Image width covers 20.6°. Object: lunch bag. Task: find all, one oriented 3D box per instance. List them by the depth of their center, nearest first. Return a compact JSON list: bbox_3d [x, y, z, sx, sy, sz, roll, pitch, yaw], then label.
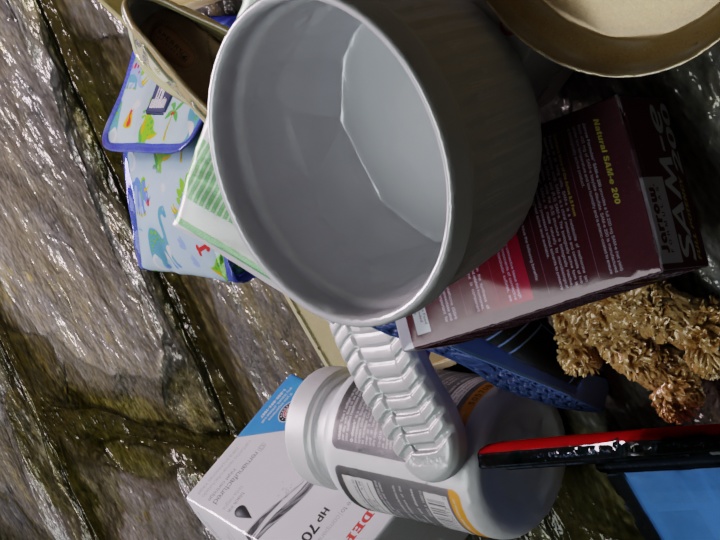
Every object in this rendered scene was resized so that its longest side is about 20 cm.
[{"bbox_3d":[-0.114,-0.099,1.546,0.170,0.127,0.201,8,107,57],"label":"lunch bag"}]

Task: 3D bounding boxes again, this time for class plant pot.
[{"bbox_3d":[0.138,-0.205,1.058,0.199,0.027,0.201,12,111,32],"label":"plant pot"}]

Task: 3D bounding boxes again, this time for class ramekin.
[{"bbox_3d":[0.013,-0.077,1.155,0.199,0.105,0.201,21,121,39],"label":"ramekin"}]

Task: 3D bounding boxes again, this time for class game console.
[{"bbox_3d":[0.198,0.163,1.303,0.200,0.171,0.120,-15,78,61],"label":"game console"}]

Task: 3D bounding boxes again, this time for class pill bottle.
[{"bbox_3d":[0.045,0.129,1.476,0.199,0.116,0.117,7,124,43],"label":"pill bottle"}]

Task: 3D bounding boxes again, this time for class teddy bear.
[{"bbox_3d":[0.156,0.012,1.266,0.201,0.067,0.145,55,150,6],"label":"teddy bear"}]

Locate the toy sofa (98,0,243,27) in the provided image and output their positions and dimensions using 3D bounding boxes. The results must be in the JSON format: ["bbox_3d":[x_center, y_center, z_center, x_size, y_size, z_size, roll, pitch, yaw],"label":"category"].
[{"bbox_3d":[-0.128,-0.246,1.473,0.083,0.098,0.200,41,158,-22],"label":"toy sofa"}]

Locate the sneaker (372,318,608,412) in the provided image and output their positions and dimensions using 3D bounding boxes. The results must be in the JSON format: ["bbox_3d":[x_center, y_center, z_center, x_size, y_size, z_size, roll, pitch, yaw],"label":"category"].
[{"bbox_3d":[0.093,0.031,1.346,0.199,0.078,0.070,26,166,-22],"label":"sneaker"}]

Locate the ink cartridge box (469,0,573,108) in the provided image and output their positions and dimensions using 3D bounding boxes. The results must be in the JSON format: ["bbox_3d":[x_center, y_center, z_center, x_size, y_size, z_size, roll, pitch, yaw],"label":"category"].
[{"bbox_3d":[0.052,-0.195,1.209,0.200,0.087,0.145,50,150,11],"label":"ink cartridge box"}]

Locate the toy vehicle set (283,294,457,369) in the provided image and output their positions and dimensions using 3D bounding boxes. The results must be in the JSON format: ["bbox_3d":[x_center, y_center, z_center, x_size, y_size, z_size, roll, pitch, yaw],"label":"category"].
[{"bbox_3d":[0.009,0.030,1.563,0.125,0.026,0.200,60,152,-3],"label":"toy vehicle set"}]

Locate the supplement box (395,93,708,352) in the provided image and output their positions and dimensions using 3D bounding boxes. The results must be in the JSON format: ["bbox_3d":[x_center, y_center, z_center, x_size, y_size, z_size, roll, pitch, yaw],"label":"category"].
[{"bbox_3d":[0.105,-0.026,1.214,0.199,0.061,0.110,-19,82,39],"label":"supplement box"}]

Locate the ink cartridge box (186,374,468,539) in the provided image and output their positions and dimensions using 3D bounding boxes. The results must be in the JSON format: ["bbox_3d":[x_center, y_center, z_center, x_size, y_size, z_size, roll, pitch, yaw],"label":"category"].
[{"bbox_3d":[-0.021,0.190,1.620,0.199,0.147,0.086,21,155,46],"label":"ink cartridge box"}]

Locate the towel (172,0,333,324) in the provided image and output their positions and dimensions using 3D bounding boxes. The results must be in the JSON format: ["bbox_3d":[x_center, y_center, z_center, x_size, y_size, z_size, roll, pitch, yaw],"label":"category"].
[{"bbox_3d":[-0.043,-0.075,1.348,0.152,0.023,0.201,31,126,12],"label":"towel"}]

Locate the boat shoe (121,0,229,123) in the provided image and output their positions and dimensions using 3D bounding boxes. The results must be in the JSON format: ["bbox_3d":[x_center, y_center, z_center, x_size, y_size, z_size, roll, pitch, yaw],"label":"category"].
[{"bbox_3d":[-0.094,-0.132,1.407,0.199,0.073,0.063,32,170,23],"label":"boat shoe"}]

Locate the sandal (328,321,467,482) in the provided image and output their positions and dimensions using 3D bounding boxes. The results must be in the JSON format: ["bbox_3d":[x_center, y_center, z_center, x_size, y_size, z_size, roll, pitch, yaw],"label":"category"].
[{"bbox_3d":[0.027,0.053,1.399,0.082,0.050,0.204,-31,75,44],"label":"sandal"}]
